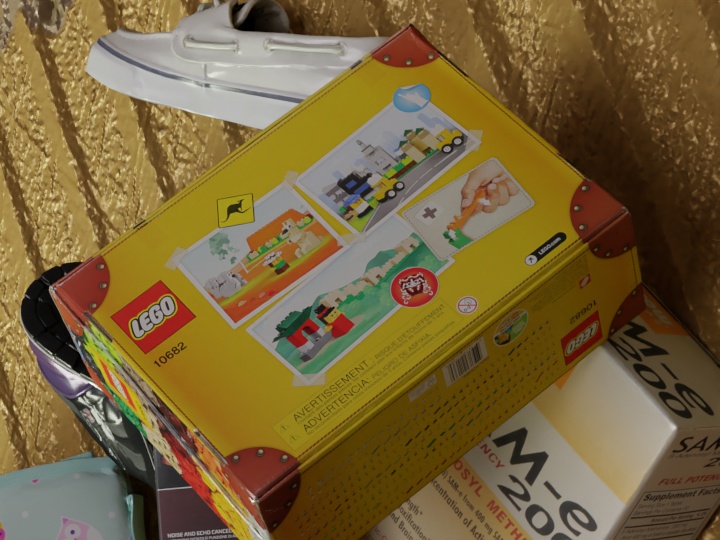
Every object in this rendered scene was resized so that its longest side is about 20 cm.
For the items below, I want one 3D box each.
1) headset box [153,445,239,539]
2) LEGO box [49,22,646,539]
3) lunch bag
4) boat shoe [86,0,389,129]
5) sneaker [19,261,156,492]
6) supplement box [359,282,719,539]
[{"bbox_3d":[-0.059,0.108,1.204,0.149,0.075,0.201,97,169,-82],"label":"headset box"},{"bbox_3d":[-0.004,0.012,1.058,0.149,0.200,0.077,44,163,34],"label":"LEGO box"},{"bbox_3d":[-0.197,0.208,1.399,0.200,0.122,0.171,-22,70,25],"label":"lunch bag"},{"bbox_3d":[-0.060,-0.109,1.286,0.200,0.072,0.066,17,98,43],"label":"boat shoe"},{"bbox_3d":[-0.101,0.084,1.347,0.200,0.076,0.088,45,157,21],"label":"sneaker"},{"bbox_3d":[0.080,0.103,1.142,0.126,0.073,0.200,49,123,34],"label":"supplement box"}]
